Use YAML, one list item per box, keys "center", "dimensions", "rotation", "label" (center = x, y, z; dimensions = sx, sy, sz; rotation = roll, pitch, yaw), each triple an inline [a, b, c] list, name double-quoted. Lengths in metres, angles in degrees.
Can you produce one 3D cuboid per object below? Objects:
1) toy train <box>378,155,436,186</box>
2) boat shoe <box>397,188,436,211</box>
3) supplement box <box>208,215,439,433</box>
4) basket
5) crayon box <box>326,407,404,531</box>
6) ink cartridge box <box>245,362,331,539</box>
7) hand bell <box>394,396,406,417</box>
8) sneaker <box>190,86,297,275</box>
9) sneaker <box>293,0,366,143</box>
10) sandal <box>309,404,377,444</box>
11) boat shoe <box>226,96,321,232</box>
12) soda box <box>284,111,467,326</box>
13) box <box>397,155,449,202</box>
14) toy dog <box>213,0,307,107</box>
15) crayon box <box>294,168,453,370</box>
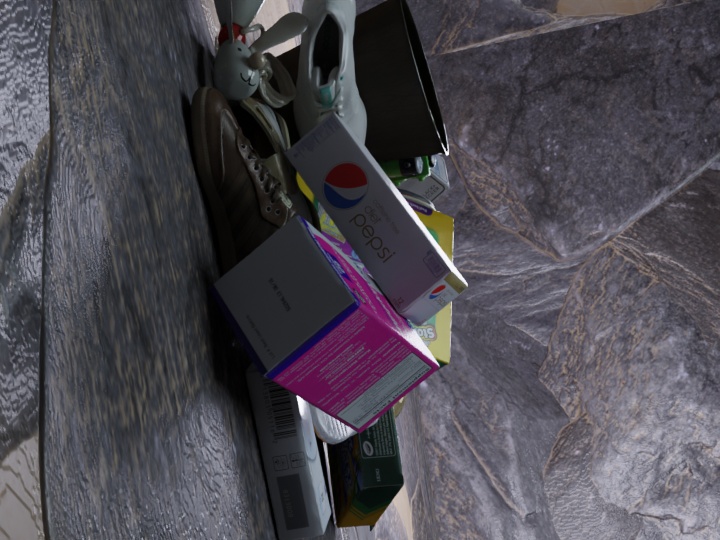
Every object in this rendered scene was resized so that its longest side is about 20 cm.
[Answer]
- center: [-0.014, -0.106, 1.628]
  dimensions: [0.056, 0.198, 0.042]
  rotation: [-14, 94, -72]
  label: "toy train"
- center: [-0.013, -0.069, 1.582]
  dimensions: [0.063, 0.198, 0.072]
  rotation: [-110, -154, -54]
  label: "boat shoe"
- center: [-0.026, 0.052, 1.253]
  dimensions: [0.102, 0.103, 0.200]
  rotation: [54, 6, 29]
  label: "supplement box"
- center: [-0.025, -0.183, 1.556]
  dimensions: [0.136, 0.198, 0.182]
  rotation: [-86, 159, -63]
  label: "basket"
- center: [-0.001, 0.217, 1.673]
  dimensions: [0.200, 0.051, 0.127]
  rotation: [112, -27, -63]
  label: "crayon box"
- center: [-0.059, 0.151, 1.390]
  dimensions: [0.200, 0.047, 0.162]
  rotation: [-51, 130, -80]
  label: "ink cartridge box"
- center: [0.011, 0.125, 1.706]
  dimensions: [0.200, 0.103, 0.105]
  rotation: [102, -21, -76]
  label: "hand bell"
- center: [-0.095, -0.067, 1.277]
  dimensions: [0.071, 0.075, 0.202]
  rotation: [-84, 163, -73]
  label: "sneaker"
- center: [-0.033, -0.178, 1.440]
  dimensions: [0.089, 0.074, 0.202]
  rotation: [-90, 176, -63]
  label: "sneaker"
- center: [-0.036, 0.141, 1.501]
  dimensions: [0.080, 0.059, 0.207]
  rotation: [67, 15, 2]
  label: "sandal"
- center: [-0.094, -0.078, 1.382]
  dimensions: [0.068, 0.074, 0.201]
  rotation: [35, 30, -54]
  label: "boat shoe"
- center: [0.015, -0.048, 1.351]
  dimensions: [0.201, 0.063, 0.068]
  rotation: [55, 8, 22]
  label: "soda box"
- center: [-0.005, -0.134, 1.707]
  dimensions: [0.199, 0.117, 0.060]
  rotation: [34, 29, -27]
  label: "box"
- center: [-0.098, -0.264, 1.386]
  dimensions: [0.131, 0.096, 0.202]
  rotation: [2, 66, -53]
  label: "toy dog"
- center: [0.000, 0.000, 1.485]
  dimensions: [0.058, 0.198, 0.174]
  rotation: [-33, -136, 49]
  label: "crayon box"
